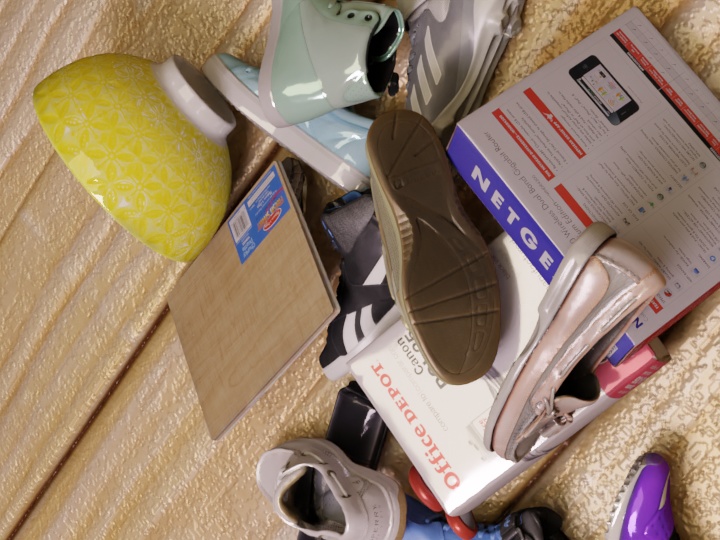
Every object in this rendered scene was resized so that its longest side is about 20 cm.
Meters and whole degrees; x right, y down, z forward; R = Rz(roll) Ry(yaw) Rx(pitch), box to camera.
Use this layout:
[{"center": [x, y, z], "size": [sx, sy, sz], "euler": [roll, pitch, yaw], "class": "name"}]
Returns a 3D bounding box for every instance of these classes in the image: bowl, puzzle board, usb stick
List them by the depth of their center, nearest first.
[{"center": [-0.094, 0.028, 1.132], "size": [0.200, 0.017, 0.152], "euler": [-47, 53, 37], "class": "puzzle board"}, {"center": [-0.170, -0.118, 1.136], "size": [0.107, 0.200, 0.201], "euler": [-40, 76, 11], "class": "bowl"}, {"center": [-0.019, 0.196, 1.170], "size": [0.055, 0.033, 0.203], "euler": [22, 106, 23], "class": "usb stick"}]

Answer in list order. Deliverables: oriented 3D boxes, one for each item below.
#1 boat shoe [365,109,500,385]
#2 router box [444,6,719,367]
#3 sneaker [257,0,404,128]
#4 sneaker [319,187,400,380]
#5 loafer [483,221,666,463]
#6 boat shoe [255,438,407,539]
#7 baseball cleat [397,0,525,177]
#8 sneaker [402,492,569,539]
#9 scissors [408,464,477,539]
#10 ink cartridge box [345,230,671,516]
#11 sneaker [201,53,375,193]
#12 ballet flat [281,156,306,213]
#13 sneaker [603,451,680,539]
[{"center": [0.048, -0.014, 0.973], "size": [0.072, 0.063, 0.203], "euler": [-18, 80, -11], "class": "boat shoe"}, {"center": [0.189, -0.065, 0.954], "size": [0.201, 0.178, 0.049], "euler": [53, 161, 13], "class": "router box"}, {"center": [-0.012, -0.214, 1.075], "size": [0.117, 0.074, 0.203], "euler": [-7, 67, 27], "class": "sneaker"}, {"center": [0.000, 0.000, 1.089], "size": [0.112, 0.073, 0.200], "euler": [49, 136, 6], "class": "sneaker"}, {"center": [0.138, 0.063, 0.886], "size": [0.063, 0.072, 0.202], "euler": [34, 130, 20], "class": "loafer"}, {"center": [-0.043, 0.182, 1.110], "size": [0.199, 0.068, 0.072], "euler": [5, 93, 56], "class": "boat shoe"}, {"center": [0.060, -0.162, 1.075], "size": [0.106, 0.069, 0.202], "euler": [34, 101, 28], "class": "baseball cleat"}, {"center": [0.103, 0.216, 1.080], "size": [0.199, 0.076, 0.112], "euler": [40, 113, 20], "class": "sneaker"}, {"center": [0.048, 0.142, 1.089], "size": [0.014, 0.201, 0.073], "euler": [-44, 120, 12], "class": "scissors"}, {"center": [0.111, 0.069, 1.012], "size": [0.199, 0.083, 0.147], "euler": [-40, 76, 15], "class": "ink cartridge box"}, {"center": [-0.045, -0.141, 1.135], "size": [0.199, 0.074, 0.082], "euler": [38, 90, 19], "class": "sneaker"}, {"center": [-0.077, 0.000, 1.173], "size": [0.046, 0.067, 0.203], "euler": [13, 103, -14], "class": "ballet flat"}, {"center": [0.235, 0.240, 1.021], "size": [0.098, 0.069, 0.203], "euler": [10, 104, 20], "class": "sneaker"}]
